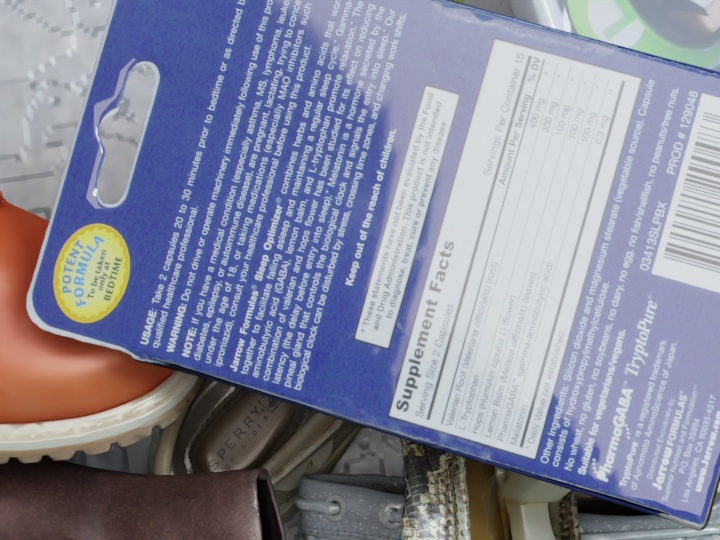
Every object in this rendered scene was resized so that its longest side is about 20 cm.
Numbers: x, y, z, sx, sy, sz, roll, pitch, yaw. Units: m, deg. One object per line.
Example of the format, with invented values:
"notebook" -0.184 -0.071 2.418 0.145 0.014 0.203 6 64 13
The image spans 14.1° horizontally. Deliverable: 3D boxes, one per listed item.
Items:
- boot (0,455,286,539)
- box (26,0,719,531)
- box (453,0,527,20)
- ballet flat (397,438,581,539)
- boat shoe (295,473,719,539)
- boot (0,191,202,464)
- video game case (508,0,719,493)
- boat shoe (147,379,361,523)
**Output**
"boot" -0.102 0.073 0.902 0.166 0.072 0.201 -12 95 22
"box" 0.017 -0.014 0.812 0.199 0.032 0.122 16 89 9
"box" 0.129 -0.099 0.911 0.199 0.060 0.117 3 81 -21
"ballet flat" 0.044 0.061 0.846 0.075 0.068 0.201 -12 78 42
"boat shoe" 0.081 0.079 0.911 0.201 0.074 0.065 -10 97 7
"boot" -0.139 -0.013 0.844 0.199 0.107 0.075 18 49 6
"video game case" 0.141 -0.056 0.865 0.181 0.023 0.201 -19 90 -22
"boat shoe" 0.000 0.000 0.933 0.072 0.065 0.200 36 84 7
